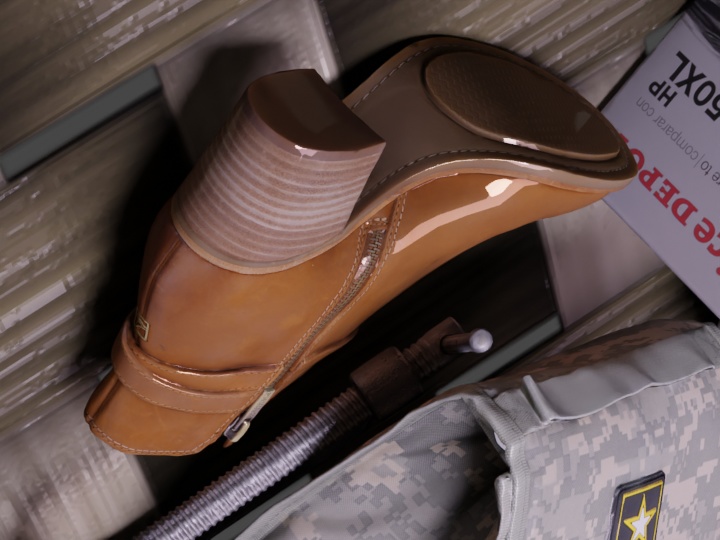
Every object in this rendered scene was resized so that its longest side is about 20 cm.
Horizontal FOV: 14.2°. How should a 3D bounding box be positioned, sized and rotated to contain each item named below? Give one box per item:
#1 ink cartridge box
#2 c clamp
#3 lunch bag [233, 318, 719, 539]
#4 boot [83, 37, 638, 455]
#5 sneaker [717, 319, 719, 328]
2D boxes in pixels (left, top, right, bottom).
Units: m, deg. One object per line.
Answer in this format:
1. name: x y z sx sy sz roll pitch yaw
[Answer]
1. ink cartridge box: 0.197 -0.064 1.101 0.200 0.145 0.084 -50 141 11
2. c clamp: -0.042 0.076 1.072 0.200 0.027 0.171 -35 178 -2
3. lunch bag: 0.049 0.105 1.089 0.164 0.118 0.200 -13 150 -50
4. boot: 0.000 0.000 1.054 0.200 0.077 0.156 -12 141 -47
5. sneaker: 0.224 -0.001 1.244 0.200 0.075 0.106 -46 152 -13
